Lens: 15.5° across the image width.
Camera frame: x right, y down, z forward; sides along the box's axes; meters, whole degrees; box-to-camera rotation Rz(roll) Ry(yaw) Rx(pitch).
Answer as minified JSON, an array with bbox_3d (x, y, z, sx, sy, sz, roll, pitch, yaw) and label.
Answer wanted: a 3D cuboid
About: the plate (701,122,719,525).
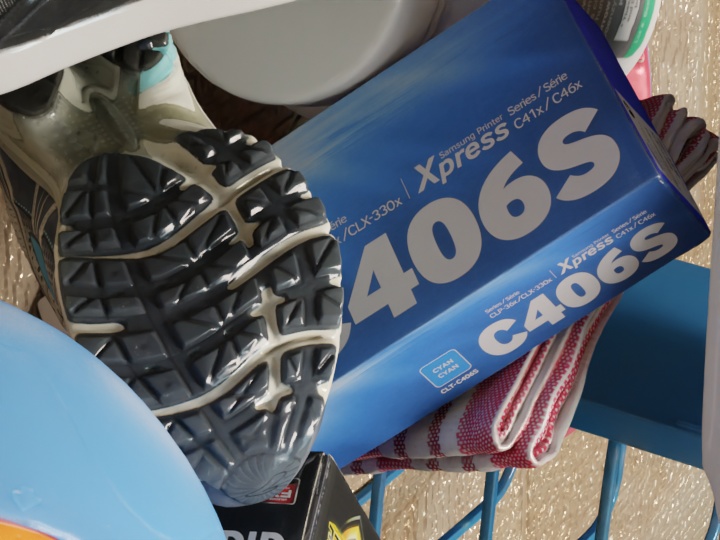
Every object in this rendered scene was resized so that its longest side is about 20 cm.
[{"bbox_3d":[0.130,-0.025,0.841,0.200,0.032,0.200,-65,158,-66],"label":"plate"}]

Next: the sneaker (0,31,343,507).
[{"bbox_3d":[-0.056,-0.004,0.762,0.077,0.200,0.086,-18,140,-12],"label":"sneaker"}]

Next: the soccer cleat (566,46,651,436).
[{"bbox_3d":[0.084,-0.023,1.157,0.076,0.067,0.201,-154,-110,-86],"label":"soccer cleat"}]

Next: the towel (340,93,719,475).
[{"bbox_3d":[0.021,0.013,0.902,0.030,0.200,0.147,46,59,-26],"label":"towel"}]

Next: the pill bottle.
[{"bbox_3d":[0.020,-0.106,0.922,0.200,0.113,0.113,-7,108,-62],"label":"pill bottle"}]

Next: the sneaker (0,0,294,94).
[{"bbox_3d":[-0.057,-0.128,0.737,0.200,0.073,0.112,-26,132,-23],"label":"sneaker"}]

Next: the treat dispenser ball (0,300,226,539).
[{"bbox_3d":[-0.126,0.100,0.637,0.201,0.200,0.201,-36,133,-52],"label":"treat dispenser ball"}]

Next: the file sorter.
[{"bbox_3d":[0.077,0.068,1.022,0.139,0.200,0.123,-32,133,-54],"label":"file sorter"}]

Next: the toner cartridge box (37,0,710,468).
[{"bbox_3d":[0.000,0.000,0.825,0.200,0.095,0.043,-33,141,12],"label":"toner cartridge box"}]

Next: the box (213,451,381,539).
[{"bbox_3d":[-0.058,0.119,0.818,0.200,0.159,0.046,63,33,-53],"label":"box"}]
